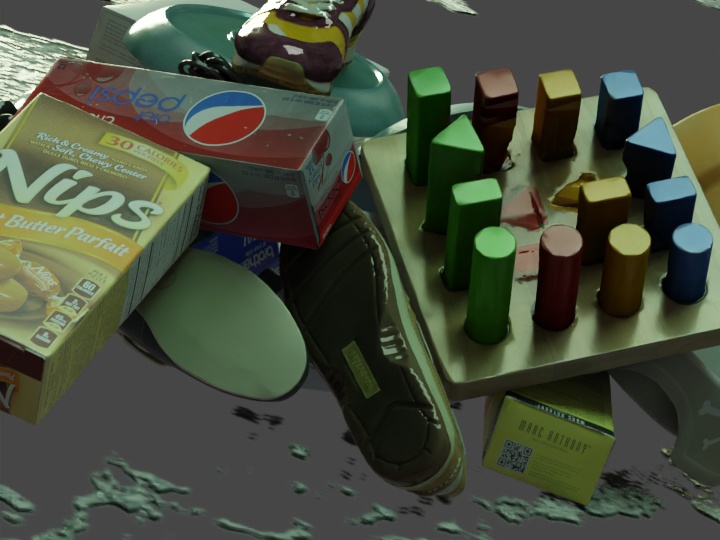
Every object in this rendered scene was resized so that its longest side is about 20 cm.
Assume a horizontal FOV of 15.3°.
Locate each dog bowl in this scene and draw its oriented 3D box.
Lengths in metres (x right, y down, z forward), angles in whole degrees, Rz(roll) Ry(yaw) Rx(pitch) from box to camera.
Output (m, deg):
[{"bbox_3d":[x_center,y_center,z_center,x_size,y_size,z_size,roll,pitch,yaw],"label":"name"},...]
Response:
[{"bbox_3d":[0.187,0.044,1.728,0.200,0.059,0.200,45,15,-15],"label":"dog bowl"}]

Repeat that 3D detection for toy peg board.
[{"bbox_3d":[0.121,-0.045,1.626,0.198,0.098,0.201,-11,52,-10],"label":"toy peg board"}]

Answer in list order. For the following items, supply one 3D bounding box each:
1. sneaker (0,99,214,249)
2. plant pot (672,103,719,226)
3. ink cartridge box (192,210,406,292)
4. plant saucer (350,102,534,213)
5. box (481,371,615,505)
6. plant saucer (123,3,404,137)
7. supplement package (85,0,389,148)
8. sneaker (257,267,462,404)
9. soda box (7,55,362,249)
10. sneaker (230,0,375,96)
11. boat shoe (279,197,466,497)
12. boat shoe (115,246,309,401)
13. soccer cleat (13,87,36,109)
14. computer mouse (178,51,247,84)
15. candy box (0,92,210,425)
[{"bbox_3d":[-0.158,-0.050,1.695,0.199,0.088,0.076,13,18,-27],"label":"sneaker"},{"bbox_3d":[0.292,0.011,1.912,0.199,0.201,0.184,10,35,-32],"label":"plant pot"},{"bbox_3d":[0.000,0.000,1.720,0.199,0.045,0.094,8,-24,-36],"label":"ink cartridge box"},{"bbox_3d":[0.053,-0.058,1.792,0.200,0.201,0.039,8,48,-36],"label":"plant saucer"},{"bbox_3d":[0.117,0.080,1.687,0.075,0.050,0.200,20,17,-3],"label":"box"},{"bbox_3d":[-0.061,-0.140,1.807,0.199,0.028,0.200,18,16,-5],"label":"plant saucer"},{"bbox_3d":[-0.097,-0.119,1.950,0.155,0.111,0.200,26,17,17],"label":"supplement package"},{"bbox_3d":[0.011,0.038,1.652,0.199,0.071,0.073,5,22,-43],"label":"sneaker"},{"bbox_3d":[-0.104,-0.070,1.584,0.199,0.064,0.070,10,47,25],"label":"soda box"},{"bbox_3d":[-0.032,-0.173,1.738,0.075,0.091,0.200,19,16,1],"label":"sneaker"},{"bbox_3d":[0.010,0.048,1.563,0.076,0.071,0.201,37,29,-55],"label":"boat shoe"},{"bbox_3d":[-0.109,0.023,1.569,0.199,0.071,0.063,29,-21,23],"label":"boat shoe"},{"bbox_3d":[-0.156,-0.072,1.820,0.199,0.069,0.085,23,25,17],"label":"soccer cleat"},{"bbox_3d":[-0.115,-0.078,1.743,0.140,0.199,0.046,40,47,-29],"label":"computer mouse"},{"bbox_3d":[-0.178,-0.010,1.480,0.115,0.056,0.200,24,40,10],"label":"candy box"}]
